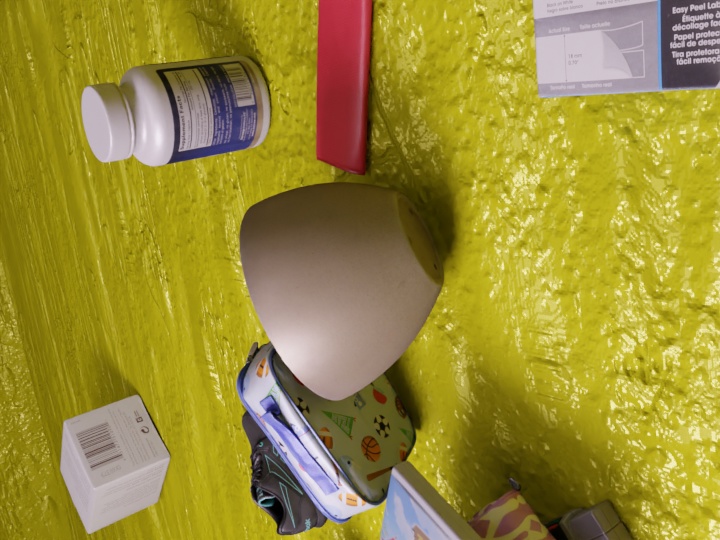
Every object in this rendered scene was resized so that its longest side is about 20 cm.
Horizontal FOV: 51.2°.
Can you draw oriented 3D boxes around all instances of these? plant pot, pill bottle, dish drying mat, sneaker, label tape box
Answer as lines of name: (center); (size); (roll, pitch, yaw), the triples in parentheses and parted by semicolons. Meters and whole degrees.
plant pot: (0.000, 0.000, 0.697); (0.133, 0.200, 0.204); (-25, 83, 20)
pill bottle: (-0.213, -0.184, 0.873); (0.110, 0.197, 0.113); (25, 124, 45)
dish drying mat: (-0.017, -0.203, 0.754); (0.076, 0.018, 0.204); (29, 125, 44)
sneaker: (-0.122, 0.276, 1.047); (0.201, 0.078, 0.076); (50, 139, 31)
label tape box: (0.173, -0.213, 0.450); (0.143, 0.062, 0.205); (12, 114, 50)

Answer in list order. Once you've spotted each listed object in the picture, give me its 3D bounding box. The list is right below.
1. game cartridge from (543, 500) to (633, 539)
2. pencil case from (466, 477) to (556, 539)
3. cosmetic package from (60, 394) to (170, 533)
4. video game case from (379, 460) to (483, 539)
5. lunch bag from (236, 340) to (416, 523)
game cartridge: (0.186, 0.296, 0.675); (0.131, 0.038, 0.201); (56, 142, 16)
pencil case: (0.155, 0.281, 0.618); (0.201, 0.083, 0.086); (55, 176, 27)
cosmetic package: (-0.513, 0.401, 1.559); (0.166, 0.163, 0.202); (53, 140, 25)
video game case: (0.078, 0.294, 0.631); (0.199, 0.022, 0.186); (39, 131, 44)
lunch bag: (-0.035, 0.142, 0.770); (0.075, 0.160, 0.201); (-34, 95, 35)
